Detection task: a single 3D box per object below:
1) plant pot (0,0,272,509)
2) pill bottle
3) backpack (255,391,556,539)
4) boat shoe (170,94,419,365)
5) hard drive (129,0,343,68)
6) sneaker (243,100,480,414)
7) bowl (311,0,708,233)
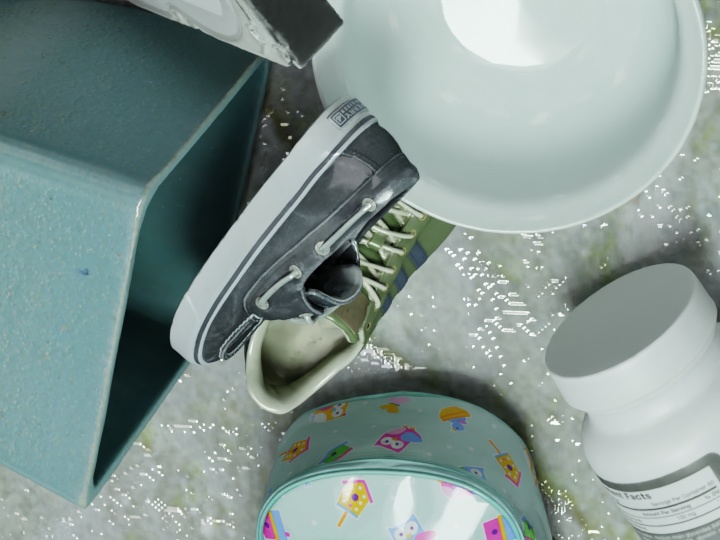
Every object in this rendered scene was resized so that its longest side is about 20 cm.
[{"bbox_3d":[-0.182,-0.034,1.432,0.199,0.196,0.197,20,122,9],"label":"plant pot"},{"bbox_3d":[0.192,0.102,1.488,0.115,0.116,0.200,-26,113,22],"label":"pill bottle"},{"bbox_3d":[0.024,0.176,1.541,0.175,0.153,0.201,-2,114,16],"label":"backpack"},{"bbox_3d":[-0.032,-0.004,1.398,0.068,0.072,0.200,44,130,7],"label":"boat shoe"},{"bbox_3d":[-0.104,-0.173,1.323,0.038,0.200,0.140,-46,124,-10],"label":"hard drive"},{"bbox_3d":[0.000,0.000,1.472,0.067,0.090,0.200,34,119,-10],"label":"sneaker"},{"bbox_3d":[0.079,-0.127,1.385,0.200,0.091,0.202,4,121,7],"label":"bowl"}]
